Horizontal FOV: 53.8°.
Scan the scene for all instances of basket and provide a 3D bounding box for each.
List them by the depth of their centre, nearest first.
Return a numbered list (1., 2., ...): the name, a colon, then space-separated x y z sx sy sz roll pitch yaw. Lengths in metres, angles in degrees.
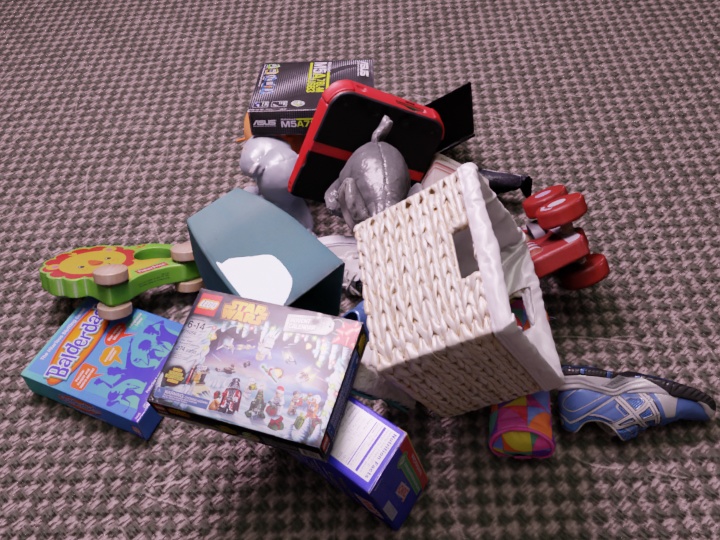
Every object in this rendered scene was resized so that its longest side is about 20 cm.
1. basket: 0.111 0.034 0.791 0.158 0.199 0.203 -22 56 23

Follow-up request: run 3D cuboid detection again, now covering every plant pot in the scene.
1. plant pot: -0.139 -0.002 0.956 0.140 0.143 0.200 -36 69 -24

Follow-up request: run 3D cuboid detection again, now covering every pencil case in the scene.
1. pencil case: 0.198 0.131 0.876 0.086 0.090 0.203 4 49 9

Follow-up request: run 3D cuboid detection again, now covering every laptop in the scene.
1. laptop: 0.076 -0.228 1.123 0.184 0.118 0.201 -26 31 0

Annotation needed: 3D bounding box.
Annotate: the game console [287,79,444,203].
1. game console: 0.011 -0.166 1.012 0.196 0.179 0.031 11 34 -28

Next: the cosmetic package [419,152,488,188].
1. cosmetic package: 0.124 -0.064 1.014 0.101 0.088 0.202 23 40 -11

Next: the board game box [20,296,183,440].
1. board game box: -0.330 0.123 0.960 0.195 0.046 0.154 15 51 19

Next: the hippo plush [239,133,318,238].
1. hippo plush: -0.142 -0.109 1.068 0.156 0.163 0.201 -24 50 -16

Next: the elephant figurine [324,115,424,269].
1. elephant figurine: 0.030 -0.069 0.931 0.140 0.156 0.202 -31 31 13

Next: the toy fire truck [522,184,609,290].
1. toy fire truck: 0.233 -0.027 0.977 0.165 0.114 0.200 -24 12 6

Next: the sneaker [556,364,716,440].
1. sneaker: 0.328 0.163 0.856 0.194 0.076 0.079 7 87 0

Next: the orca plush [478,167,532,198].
1. orca plush: 0.174 -0.127 1.138 0.195 0.073 0.105 11 5 9

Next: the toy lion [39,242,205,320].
1. toy lion: -0.353 -0.002 1.037 0.189 0.071 0.198 18 28 40

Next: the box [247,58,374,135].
1. box: -0.070 -0.274 1.111 0.187 0.048 0.202 -3 36 3

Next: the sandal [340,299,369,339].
1. sandal: 0.000 0.083 0.938 0.078 0.088 0.200 25 53 28

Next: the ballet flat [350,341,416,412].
1. ballet flat: 0.018 0.118 0.830 0.070 0.200 0.074 -8 70 22

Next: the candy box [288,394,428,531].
1. candy box: -0.031 0.186 0.789 0.197 0.170 0.077 30 69 27

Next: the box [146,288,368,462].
1. box: -0.104 0.102 0.732 0.195 0.040 0.139 9 58 18

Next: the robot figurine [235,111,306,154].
1. robot figurine: -0.115 -0.247 1.218 0.196 0.117 0.146 -22 72 -14

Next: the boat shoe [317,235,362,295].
1. boat shoe: 0.000 0.000 1.024 0.194 0.072 0.071 3 47 -3
